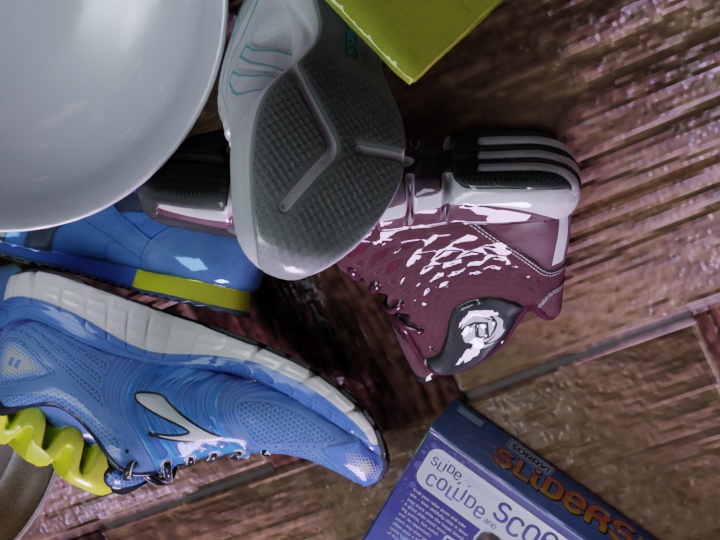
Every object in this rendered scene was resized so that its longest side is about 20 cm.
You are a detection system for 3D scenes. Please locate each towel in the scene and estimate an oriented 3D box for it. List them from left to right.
[{"bbox_3d":[-0.025,-0.172,0.928,0.200,0.086,0.018,46,149,1],"label":"towel"}]

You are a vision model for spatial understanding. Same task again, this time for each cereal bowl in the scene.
[{"bbox_3d":[-0.159,-0.122,0.956,0.198,0.083,0.202,-3,102,-13],"label":"cereal bowl"}]

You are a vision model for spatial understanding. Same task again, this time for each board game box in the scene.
[{"bbox_3d":[0.092,0.172,1.051,0.199,0.034,0.136,35,123,8],"label":"board game box"}]

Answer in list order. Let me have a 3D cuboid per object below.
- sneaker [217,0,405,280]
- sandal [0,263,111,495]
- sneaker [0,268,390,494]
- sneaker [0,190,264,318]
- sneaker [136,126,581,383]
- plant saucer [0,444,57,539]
[{"bbox_3d":[-0.026,-0.067,0.923,0.070,0.201,0.080,27,135,-21],"label":"sneaker"},{"bbox_3d":[-0.190,0.032,1.077,0.199,0.079,0.088,29,89,-29],"label":"sandal"},{"bbox_3d":[-0.083,0.069,1.037,0.198,0.079,0.090,18,87,2],"label":"sneaker"},{"bbox_3d":[-0.128,-0.033,1.062,0.199,0.066,0.079,12,91,28],"label":"sneaker"},{"bbox_3d":[0.000,0.000,0.980,0.198,0.076,0.116,1,121,9],"label":"sneaker"},{"bbox_3d":[-0.250,0.077,1.122,0.198,0.032,0.202,-5,106,-19],"label":"plant saucer"}]
